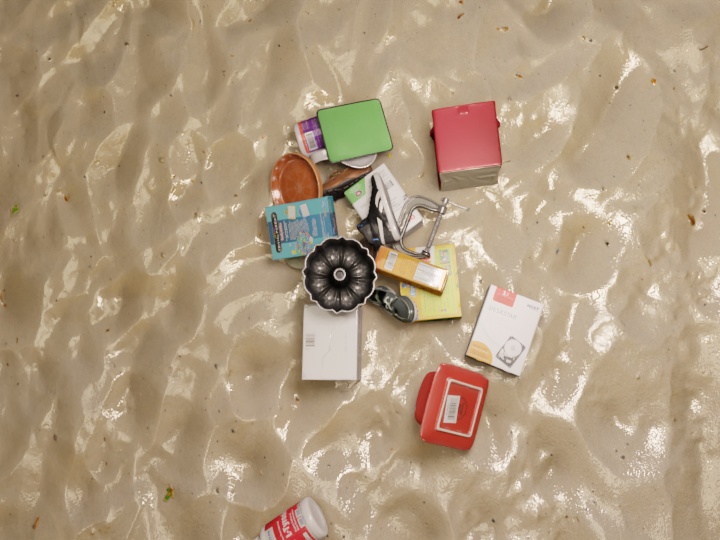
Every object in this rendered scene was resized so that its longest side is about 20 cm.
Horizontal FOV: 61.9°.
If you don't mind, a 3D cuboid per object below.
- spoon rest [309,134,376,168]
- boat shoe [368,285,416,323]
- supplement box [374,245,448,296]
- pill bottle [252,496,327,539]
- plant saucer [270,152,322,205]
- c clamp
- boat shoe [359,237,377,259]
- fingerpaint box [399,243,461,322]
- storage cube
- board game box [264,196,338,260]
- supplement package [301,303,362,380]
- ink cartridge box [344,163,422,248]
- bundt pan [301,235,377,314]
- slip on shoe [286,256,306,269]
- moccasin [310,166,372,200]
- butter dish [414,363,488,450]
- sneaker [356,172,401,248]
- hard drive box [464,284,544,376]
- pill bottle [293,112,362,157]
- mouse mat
[{"bbox_3d":[-0.050,-0.331,1.713,0.196,0.061,0.102,-12,83,1],"label":"spoon rest"},{"bbox_3d":[0.082,0.092,1.621,0.061,0.199,0.074,2,107,-29],"label":"boat shoe"},{"bbox_3d":[0.136,0.002,1.610,0.197,0.067,0.070,23,81,11],"label":"supplement box"},{"bbox_3d":[-0.193,0.704,1.592,0.198,0.112,0.113,-34,77,1],"label":"pill bottle"},{"bbox_3d":[-0.184,-0.240,1.747,0.198,0.032,0.205,12,110,36],"label":"plant saucer"},{"bbox_3d":[0.181,-0.118,1.638,0.169,0.027,0.203,27,88,7],"label":"c clamp"},{"bbox_3d":[0.006,0.001,1.698,0.073,0.075,0.207,7,79,10],"label":"boat shoe"},{"bbox_3d":[0.191,0.039,1.667,0.163,0.073,0.205,-6,79,7],"label":"fingerpaint box"},{"bbox_3d":[0.294,-0.341,1.666,0.196,0.171,0.184,-5,80,7],"label":"storage cube"},{"bbox_3d":[-0.163,-0.118,1.689,0.196,0.047,0.154,-6,95,21],"label":"board game box"},{"bbox_3d":[-0.076,0.201,1.660,0.152,0.111,0.205,-1,79,8],"label":"supplement package"},{"bbox_3d":[0.068,-0.176,1.716,0.145,0.084,0.202,-34,78,2],"label":"ink cartridge box"},{"bbox_3d":[-0.056,0.016,1.596,0.197,0.076,0.207,0,82,-2],"label":"bundt pan"},{"bbox_3d":[-0.126,-0.049,1.740,0.196,0.061,0.076,-13,93,20],"label":"slip on shoe"},{"bbox_3d":[-0.061,-0.265,1.759,0.199,0.074,0.079,-31,63,6],"label":"moccasin"},{"bbox_3d":[0.216,0.348,1.583,0.197,0.147,0.204,21,82,-33],"label":"butter dish"},{"bbox_3d":[0.031,-0.161,1.640,0.110,0.073,0.204,-20,74,13],"label":"sneaker"},{"bbox_3d":[0.385,0.162,1.615,0.153,0.077,0.204,19,83,11],"label":"hard drive box"},{"bbox_3d":[-0.089,-0.407,1.764,0.196,0.111,0.114,-17,78,2],"label":"pill bottle"},{"bbox_3d":[-0.015,-0.399,1.707,0.196,0.008,0.164,-14,83,-14],"label":"mouse mat"}]
